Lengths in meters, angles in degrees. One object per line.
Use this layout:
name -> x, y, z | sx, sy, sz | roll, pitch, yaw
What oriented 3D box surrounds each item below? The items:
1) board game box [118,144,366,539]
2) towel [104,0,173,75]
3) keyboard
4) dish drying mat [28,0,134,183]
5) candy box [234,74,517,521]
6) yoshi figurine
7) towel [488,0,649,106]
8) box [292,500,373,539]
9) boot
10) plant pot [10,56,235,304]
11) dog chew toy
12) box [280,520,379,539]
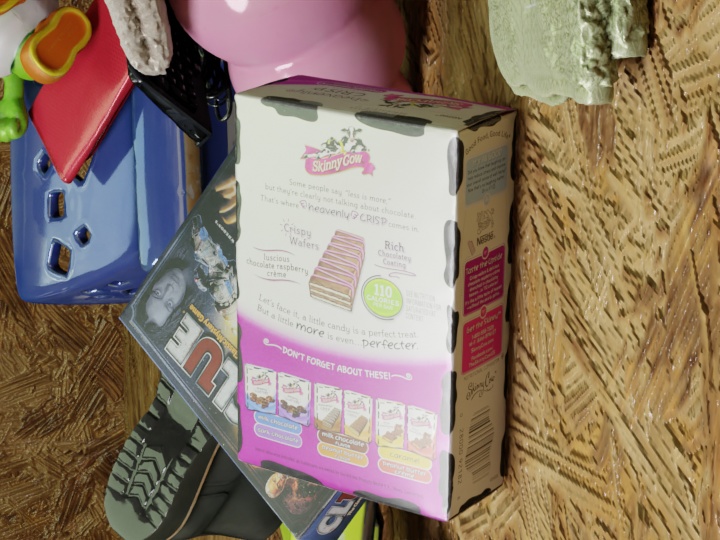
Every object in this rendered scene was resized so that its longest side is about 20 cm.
board game box -> -0.044, 0.039, 1.125 | 0.200, 0.034, 0.136 | 46, 108, 34
towel -> -0.137, -0.208, 1.025 | 0.201, 0.034, 0.133 | 78, 179, -56
keyboard -> -0.107, -0.168, 1.162 | 0.104, 0.039, 0.201 | 43, -152, -49
dish drying mat -> -0.158, -0.155, 1.289 | 0.201, 0.018, 0.077 | -54, 50, 28
candy box -> 0.006, 0.011, 0.994 | 0.135, 0.061, 0.202 | 13, 112, 32
yoshi figurine -> -0.273, -0.146, 1.335 | 0.199, 0.111, 0.114 | -10, 76, 55
towel -> 0.080, -0.170, 0.821 | 0.148, 0.036, 0.202 | -160, 67, -77
box -> -0.019, 0.189, 1.194 | 0.122, 0.047, 0.202 | 56, -140, -85
boot -> -0.063, 0.086, 1.239 | 0.077, 0.138, 0.201 | 46, 108, 33
plant pot -> -0.120, -0.080, 1.391 | 0.179, 0.199, 0.202 | -4, 87, 50
dog chew toy -> -0.030, -0.137, 1.126 | 0.201, 0.124, 0.125 | 60, -176, -31
box -> -0.026, 0.180, 1.407 | 0.201, 0.047, 0.123 | -110, 19, -55
